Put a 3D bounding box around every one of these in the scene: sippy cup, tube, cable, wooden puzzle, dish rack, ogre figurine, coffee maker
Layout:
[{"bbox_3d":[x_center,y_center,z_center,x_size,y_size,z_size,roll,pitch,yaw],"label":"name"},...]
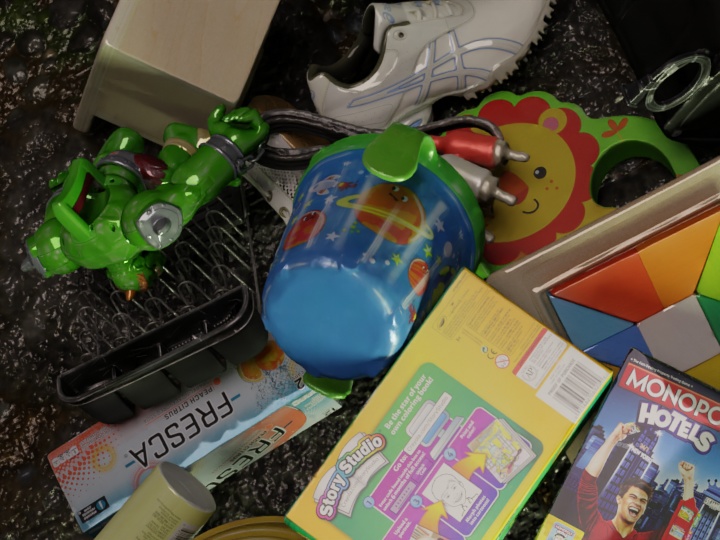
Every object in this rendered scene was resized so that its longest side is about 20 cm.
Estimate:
[{"bbox_3d":[0.000,0.000,1.366,0.139,0.179,0.131,-8,29,28],"label":"sippy cup"},{"bbox_3d":[-0.179,0.219,1.431,0.058,0.052,0.200,41,102,9],"label":"tube"},{"bbox_3d":[0.021,-0.088,1.443,0.199,0.050,0.098,22,66,10],"label":"cable"},{"bbox_3d":[0.206,0.044,1.369,0.199,0.037,0.186,-26,100,9],"label":"wooden puzzle"},{"bbox_3d":[-0.141,0.010,1.484,0.153,0.055,0.201,-25,42,13],"label":"dish rack"},{"bbox_3d":[-0.162,-0.049,1.444,0.199,0.099,0.120,5,42,27],"label":"ogre figurine"},{"bbox_3d":[0.221,-0.199,1.409,0.134,0.192,0.201,-35,64,20],"label":"coffee maker"}]

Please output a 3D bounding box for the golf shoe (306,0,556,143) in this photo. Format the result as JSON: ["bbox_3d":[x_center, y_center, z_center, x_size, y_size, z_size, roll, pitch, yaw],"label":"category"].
[{"bbox_3d":[0.051,-0.164,1.490,0.200,0.097,0.078,-41,33,-2],"label":"golf shoe"}]

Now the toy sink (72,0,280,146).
[{"bbox_3d":[-0.128,-0.165,1.527,0.111,0.200,0.131,24,71,-8],"label":"toy sink"}]

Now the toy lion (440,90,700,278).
[{"bbox_3d":[0.139,-0.048,1.459,0.199,0.069,0.193,-22,60,8],"label":"toy lion"}]

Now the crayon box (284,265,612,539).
[{"bbox_3d":[0.057,0.114,1.327,0.118,0.058,0.201,35,84,12],"label":"crayon box"}]

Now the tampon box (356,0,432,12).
[{"bbox_3d":[0.033,-0.298,1.532,0.149,0.126,0.201,-27,67,6],"label":"tampon box"}]

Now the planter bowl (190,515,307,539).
[{"bbox_3d":[-0.070,0.243,1.330,0.199,0.084,0.202,-3,68,8],"label":"planter bowl"}]

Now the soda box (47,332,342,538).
[{"bbox_3d":[-0.116,0.113,1.475,0.199,0.064,0.069,-32,66,5],"label":"soda box"}]

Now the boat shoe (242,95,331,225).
[{"bbox_3d":[-0.022,-0.036,1.500,0.200,0.071,0.069,48,116,16],"label":"boat shoe"}]

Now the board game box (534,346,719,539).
[{"bbox_3d":[0.237,0.141,1.329,0.199,0.062,0.201,28,84,6],"label":"board game box"}]
